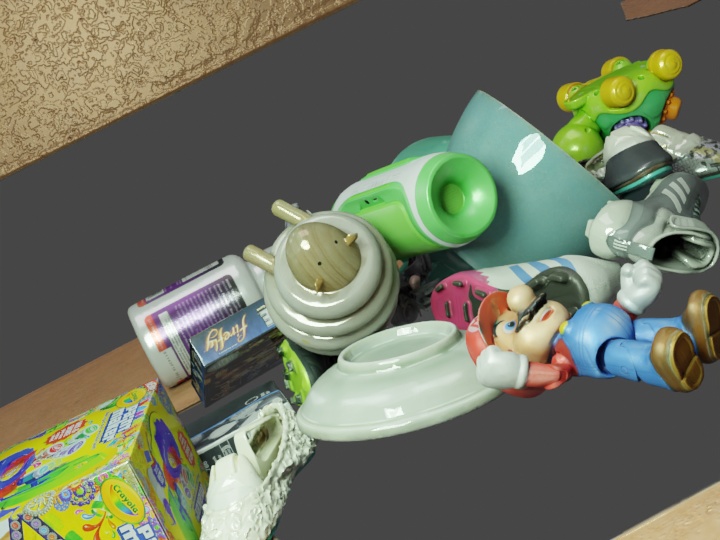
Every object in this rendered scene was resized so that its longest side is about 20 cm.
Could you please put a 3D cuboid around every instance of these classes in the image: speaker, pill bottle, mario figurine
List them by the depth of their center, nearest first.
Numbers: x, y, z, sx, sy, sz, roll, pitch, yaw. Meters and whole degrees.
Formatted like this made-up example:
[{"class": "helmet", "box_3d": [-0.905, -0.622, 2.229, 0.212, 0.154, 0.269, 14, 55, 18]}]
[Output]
[{"class": "mario figurine", "box_3d": [0.157, 0.040, 0.938, 0.198, 0.107, 0.123, -4, -10, 42]}, {"class": "speaker", "box_3d": [0.044, -0.055, 1.180, 0.088, 0.089, 0.199, -32, 9, -26]}, {"class": "pill bottle", "box_3d": [-0.175, 0.050, 1.566, 0.198, 0.112, 0.111, -27, 12, -6]}]

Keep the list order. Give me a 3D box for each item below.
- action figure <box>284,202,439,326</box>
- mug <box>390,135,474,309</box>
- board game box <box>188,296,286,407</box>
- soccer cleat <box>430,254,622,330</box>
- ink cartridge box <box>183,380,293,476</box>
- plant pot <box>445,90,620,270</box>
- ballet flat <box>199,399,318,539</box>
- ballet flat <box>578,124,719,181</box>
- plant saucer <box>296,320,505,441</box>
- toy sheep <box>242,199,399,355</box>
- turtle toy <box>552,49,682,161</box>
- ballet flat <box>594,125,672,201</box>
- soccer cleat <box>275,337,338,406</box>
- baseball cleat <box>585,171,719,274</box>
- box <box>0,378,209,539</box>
[{"class": "action figure", "box_3d": [0.000, 0.000, 1.305, 0.129, 0.070, 0.200, -10, 33, -35]}, {"class": "mug", "box_3d": [0.109, -0.052, 1.372, 0.150, 0.188, 0.114, -5, 6, -24]}, {"class": "board game box", "box_3d": [-0.113, 0.077, 1.331, 0.135, 0.035, 0.200, -30, -11, -14]}, {"class": "soccer cleat", "box_3d": [0.150, 0.026, 1.141, 0.086, 0.071, 0.199, -15, 5, -39]}, {"class": "ink cartridge box", "box_3d": [-0.155, 0.174, 1.200, 0.199, 0.040, 0.099, -29, 14, -9]}, {"class": "plant pot", "box_3d": [0.150, -0.058, 1.235, 0.135, 0.199, 0.200, -51, 11, 6]}, {"class": "ballet flat", "box_3d": [-0.091, 0.167, 1.035, 0.071, 0.072, 0.200, -21, 14, 20]}, {"class": "ballet flat", "box_3d": [0.310, -0.117, 1.362, 0.199, 0.073, 0.072, -14, 17, 44]}, {"class": "plant saucer", "box_3d": [0.036, 0.083, 1.070, 0.198, 0.051, 0.200, -16, 10, 3]}, {"class": "toy sheep", "box_3d": [-0.028, 0.012, 1.147, 0.137, 0.139, 0.200, -26, -23, 1]}, {"class": "turtle toy", "box_3d": [0.316, -0.196, 1.590, 0.199, 0.102, 0.146, -31, 14, -16]}, {"class": "ballet flat", "box_3d": [0.263, -0.103, 1.252, 0.072, 0.074, 0.200, -25, -9, 6]}, {"class": "soccer cleat", "box_3d": [-0.038, 0.087, 1.233, 0.080, 0.068, 0.200, -14, 6, -4]}, {"class": "baseball cleat", "box_3d": [0.281, -0.034, 1.127, 0.106, 0.071, 0.199, 26, 31, 33]}, {"class": "box", "box_3d": [-0.231, 0.207, 1.026, 0.191, 0.123, 0.200, -25, 13, 2]}]
